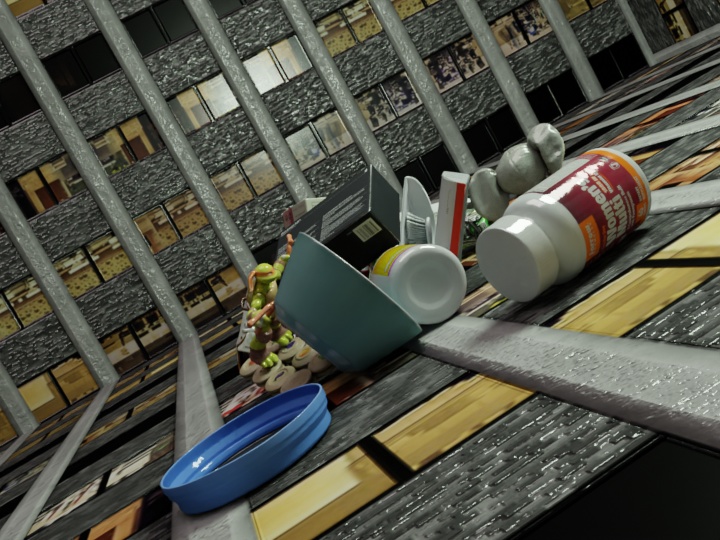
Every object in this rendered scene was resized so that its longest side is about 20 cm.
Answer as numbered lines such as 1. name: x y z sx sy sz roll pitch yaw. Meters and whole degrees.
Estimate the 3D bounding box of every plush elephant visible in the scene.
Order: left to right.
1. plush elephant: 0.247 -0.117 1.182 0.164 0.156 0.200 -27 6 21

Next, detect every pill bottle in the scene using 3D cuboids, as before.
1. pill bottle: 0.072 0.016 1.158 0.104 0.105 0.200 -30 6 -7
2. pill bottle: 0.230 -0.052 0.942 0.200 0.110 0.109 -33 7 -30

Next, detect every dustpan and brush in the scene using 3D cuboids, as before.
1. dustpan and brush: 0.109 -0.048 1.358 0.057 0.141 0.200 0 -24 12

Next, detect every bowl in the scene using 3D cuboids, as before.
1. bowl: -0.120 0.192 0.905 0.200 0.040 0.201 -29 6 3
2. bowl: -0.031 0.055 1.054 0.105 0.200 0.201 -52 8 -5

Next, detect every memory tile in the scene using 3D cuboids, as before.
1. memory tile: -0.087 0.116 1.191 0.153 0.017 0.200 -43 24 -20

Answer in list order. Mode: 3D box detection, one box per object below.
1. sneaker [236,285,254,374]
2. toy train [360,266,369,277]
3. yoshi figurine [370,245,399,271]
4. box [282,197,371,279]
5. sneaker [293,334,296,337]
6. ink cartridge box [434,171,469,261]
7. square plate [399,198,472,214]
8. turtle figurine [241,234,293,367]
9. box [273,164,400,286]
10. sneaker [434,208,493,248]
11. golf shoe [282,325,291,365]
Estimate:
1. sneaker: -0.174 0.098 1.455 0.072 0.201 0.085 11 21 0
2. toy train: 0.000 0.000 1.398 0.034 0.201 0.046 -4 29 -21
3. yoshi figurine: 0.066 0.011 1.431 0.111 0.113 0.200 12 -4 8
4. box: -0.056 -0.030 1.566 0.127 0.202 0.109 -5 -8 -31
5. sneaker: -0.025 0.076 1.304 0.200 0.071 0.080 -31 9 -18
6. ink cartridge box: 0.130 -0.056 1.236 0.057 0.164 0.200 8 13 12
7. square plate: 0.116 -0.082 1.599 0.199 0.029 0.198 -15 -18 -2
8. turtle figurine: -0.133 0.053 1.151 0.064 0.162 0.201 6 37 6
9. box: -0.037 -0.051 1.283 0.200 0.079 0.142 -35 30 24
10. sneaker: 0.180 -0.076 1.461 0.199 0.079 0.085 -21 6 -22
11. golf shoe: -0.094 0.097 1.415 0.094 0.078 0.200 -28 7 12
